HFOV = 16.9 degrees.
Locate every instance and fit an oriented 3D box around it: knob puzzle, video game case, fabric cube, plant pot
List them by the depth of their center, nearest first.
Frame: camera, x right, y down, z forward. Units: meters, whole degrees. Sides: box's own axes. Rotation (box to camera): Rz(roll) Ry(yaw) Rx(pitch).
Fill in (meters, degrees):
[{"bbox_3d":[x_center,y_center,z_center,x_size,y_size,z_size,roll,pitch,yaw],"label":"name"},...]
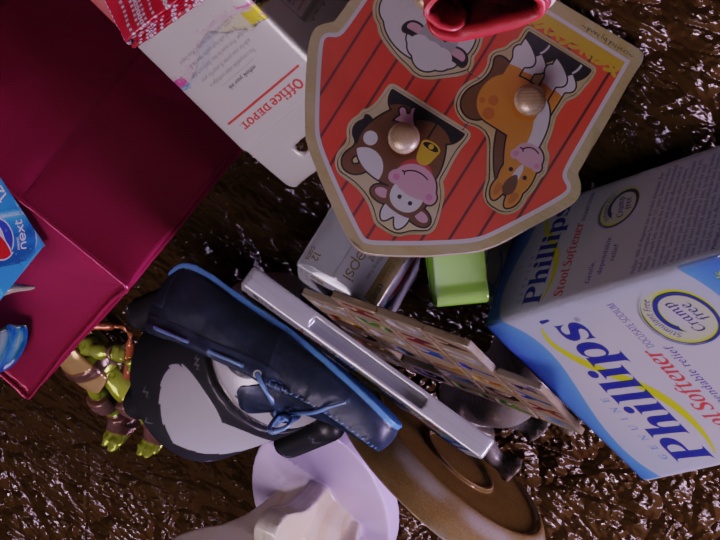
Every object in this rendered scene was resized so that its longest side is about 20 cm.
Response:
[{"bbox_3d":[0.052,-0.097,1.517,0.219,0.220,0.030,31,177,4],"label":"knob puzzle"},{"bbox_3d":[0.002,0.065,1.688,0.200,0.018,0.143,36,176,-1],"label":"video game case"},{"bbox_3d":[-0.225,-0.069,1.725,0.200,0.199,0.196,40,140,-7],"label":"fabric cube"},{"bbox_3d":[0.066,0.146,1.776,0.200,0.200,0.027,39,105,-6],"label":"plant pot"}]

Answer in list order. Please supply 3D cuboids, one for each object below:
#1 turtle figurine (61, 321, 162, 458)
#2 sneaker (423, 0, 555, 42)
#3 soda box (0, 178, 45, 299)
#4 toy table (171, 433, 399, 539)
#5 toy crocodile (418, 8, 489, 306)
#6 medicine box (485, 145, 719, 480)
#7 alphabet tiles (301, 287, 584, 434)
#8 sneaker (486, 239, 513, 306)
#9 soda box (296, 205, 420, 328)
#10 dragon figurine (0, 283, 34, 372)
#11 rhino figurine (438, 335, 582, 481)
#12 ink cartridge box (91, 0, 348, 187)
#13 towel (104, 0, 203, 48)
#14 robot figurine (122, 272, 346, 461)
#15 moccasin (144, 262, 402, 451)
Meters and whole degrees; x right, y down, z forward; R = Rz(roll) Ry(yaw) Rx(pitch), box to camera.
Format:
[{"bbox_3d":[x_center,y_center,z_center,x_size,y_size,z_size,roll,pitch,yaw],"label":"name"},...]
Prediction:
[{"bbox_3d":[-0.227,0.080,1.987,0.200,0.064,0.161,-5,133,37],"label":"turtle figurine"},{"bbox_3d":[0.037,-0.210,1.462,0.200,0.116,0.078,20,139,17],"label":"sneaker"},{"bbox_3d":[-0.313,-0.014,1.636,0.200,0.064,0.068,-6,127,38],"label":"soda box"},{"bbox_3d":[-0.052,0.221,1.966,0.184,0.117,0.200,12,137,25],"label":"toy table"},{"bbox_3d":[0.056,-0.076,1.557,0.067,0.200,0.062,-1,170,-9],"label":"toy crocodile"},{"bbox_3d":[0.218,0.030,1.564,0.200,0.103,0.182,-19,128,42],"label":"medicine box"},{"bbox_3d":[0.054,0.058,1.614,0.167,0.008,0.200,20,171,22],"label":"alphabet tiles"},{"bbox_3d":[0.087,-0.049,1.632,0.200,0.075,0.087,42,130,-14],"label":"sneaker"},{"bbox_3d":[0.000,0.000,1.672,0.064,0.068,0.200,31,172,5],"label":"soda box"},{"bbox_3d":[-0.271,0.053,1.678,0.059,0.099,0.200,34,122,3],"label":"dragon figurine"},{"bbox_3d":[0.127,0.074,1.734,0.087,0.060,0.200,36,137,-9],"label":"rhino figurine"},{"bbox_3d":[-0.075,-0.162,1.630,0.200,0.068,0.116,45,140,-10],"label":"ink cartridge box"},{"bbox_3d":[-0.111,-0.248,1.523,0.200,0.022,0.145,-33,80,33],"label":"towel"},{"bbox_3d":[-0.096,0.076,1.840,0.200,0.150,0.125,-24,69,47],"label":"robot figurine"},{"bbox_3d":[-0.063,0.073,1.710,0.200,0.068,0.080,35,176,18],"label":"moccasin"}]
